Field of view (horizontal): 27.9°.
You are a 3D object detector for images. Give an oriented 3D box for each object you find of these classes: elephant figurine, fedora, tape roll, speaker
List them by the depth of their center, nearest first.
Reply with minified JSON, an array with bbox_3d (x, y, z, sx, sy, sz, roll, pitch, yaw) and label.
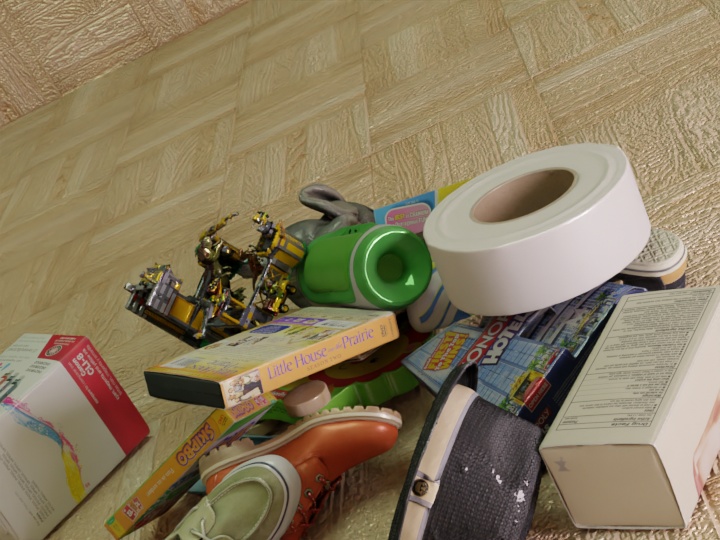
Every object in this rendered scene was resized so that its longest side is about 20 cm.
[{"bbox_3d":[0.089,0.176,1.130,0.091,0.201,0.201,17,40,13],"label":"fedora"},{"bbox_3d":[0.162,-0.041,1.333,0.202,0.071,0.203,-21,21,8],"label":"tape roll"},{"bbox_3d":[0.000,0.000,1.457,0.088,0.089,0.200,-37,11,-18],"label":"speaker"},{"bbox_3d":[-0.024,-0.033,1.691,0.141,0.155,0.200,-39,15,27],"label":"elephant figurine"}]

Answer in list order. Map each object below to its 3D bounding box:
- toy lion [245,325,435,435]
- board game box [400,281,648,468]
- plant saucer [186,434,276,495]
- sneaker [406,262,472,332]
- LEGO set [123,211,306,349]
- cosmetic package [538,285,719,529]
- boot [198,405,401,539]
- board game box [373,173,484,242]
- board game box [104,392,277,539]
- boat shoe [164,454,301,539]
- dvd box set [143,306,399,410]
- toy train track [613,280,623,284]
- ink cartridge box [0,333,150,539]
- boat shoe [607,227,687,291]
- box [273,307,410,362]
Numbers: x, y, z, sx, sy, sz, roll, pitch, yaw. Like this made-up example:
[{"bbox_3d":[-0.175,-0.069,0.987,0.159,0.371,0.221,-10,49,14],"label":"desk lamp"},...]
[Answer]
[{"bbox_3d":[-0.022,0.107,1.490,0.191,0.069,0.200,-35,23,-31],"label":"toy lion"},{"bbox_3d":[0.136,0.076,1.315,0.200,0.062,0.200,-52,29,-16],"label":"board game box"},{"bbox_3d":[-0.103,0.196,1.425,0.200,0.019,0.070,-5,51,45],"label":"plant saucer"},{"bbox_3d":[0.135,0.003,1.472,0.105,0.076,0.200,1,28,42],"label":"sneaker"},{"bbox_3d":[-0.162,0.002,1.525,0.200,0.116,0.154,5,66,59],"label":"LEGO set"},{"bbox_3d":[0.233,0.107,1.157,0.103,0.087,0.200,-5,32,38],"label":"cosmetic package"},{"bbox_3d":[-0.046,0.192,1.310,0.199,0.075,0.108,-24,59,16],"label":"boot"},{"bbox_3d":[0.136,-0.064,1.565,0.199,0.041,0.153,-17,-13,25],"label":"board game box"},{"bbox_3d":[-0.157,0.178,1.394,0.200,0.030,0.095,-48,-11,20],"label":"board game box"},{"bbox_3d":[-0.127,0.236,1.261,0.200,0.072,0.062,-47,-13,26],"label":"boat shoe"},{"bbox_3d":[-0.084,0.078,1.358,0.199,0.030,0.146,-21,12,-35],"label":"dvd box set"},{"bbox_3d":[0.194,0.073,1.346,0.200,0.033,0.115,-17,37,39],"label":"toy train track"},{"bbox_3d":[-0.371,0.187,1.605,0.145,0.145,0.200,0,37,47],"label":"ink cartridge box"},{"bbox_3d":[0.228,-0.013,1.405,0.199,0.062,0.075,13,53,40],"label":"boat shoe"},{"bbox_3d":[-0.041,0.066,1.520,0.199,0.021,0.163,-10,14,34],"label":"box"}]
